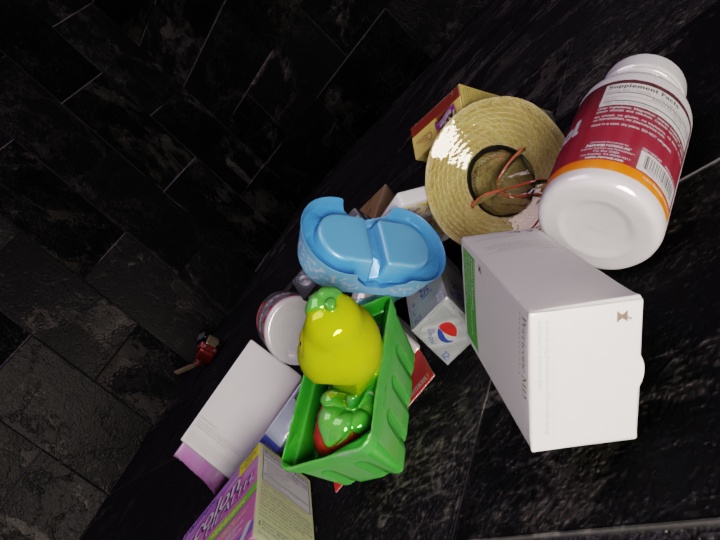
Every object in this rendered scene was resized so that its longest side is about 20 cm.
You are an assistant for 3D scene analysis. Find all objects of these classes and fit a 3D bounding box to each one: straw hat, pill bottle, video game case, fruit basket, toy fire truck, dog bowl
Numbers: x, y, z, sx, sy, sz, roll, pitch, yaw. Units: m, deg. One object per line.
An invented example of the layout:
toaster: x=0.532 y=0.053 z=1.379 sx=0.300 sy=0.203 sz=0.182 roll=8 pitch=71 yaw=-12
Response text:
straw hat: x=0.186 y=-0.113 z=0.741 sx=0.201 sy=0.203 sz=0.084 roll=-45 pitch=-19 yaw=20
pill bottle: x=0.253 y=-0.112 z=0.549 sx=0.112 sy=0.112 sz=0.203 roll=-27 pitch=26 yaw=57
pill bottle: x=-0.133 y=0.098 z=1.042 sx=0.115 sy=0.113 sz=0.199 roll=-52 pitch=14 yaw=-9
video game case: x=0.098 y=-0.076 z=0.852 sx=0.195 sy=0.023 sz=0.183 roll=-18 pitch=-19 yaw=-30
fruit basket: x=-0.024 y=0.112 z=0.640 sx=0.152 sy=0.218 sz=0.218 roll=-24 pitch=26 yaw=31
toy fire truck: x=-0.691 y=0.367 z=2.421 sx=0.175 sy=0.126 sz=0.206 roll=-20 pitch=45 yaw=63
dog bowl: x=0.011 y=-0.023 z=0.696 sx=0.050 sy=0.193 sz=0.115 roll=125 pitch=142 yaw=-46

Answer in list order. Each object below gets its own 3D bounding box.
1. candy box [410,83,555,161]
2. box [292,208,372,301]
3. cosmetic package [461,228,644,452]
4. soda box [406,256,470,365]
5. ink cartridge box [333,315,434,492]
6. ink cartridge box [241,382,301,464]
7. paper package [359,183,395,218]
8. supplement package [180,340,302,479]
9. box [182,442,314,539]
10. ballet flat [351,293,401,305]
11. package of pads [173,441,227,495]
candy box: x=0.185 y=-0.201 z=0.841 sx=0.116 sy=0.194 sz=0.059 roll=-31 pitch=61 yaw=52
box: x=0.000 y=0.000 z=0.957 sx=0.161 sy=0.198 sz=0.044 roll=-48 pitch=56 yaw=12
cosmetic package: x=0.146 y=0.042 z=0.473 sx=0.081 sy=0.112 sz=0.201 roll=-6 pitch=16 yaw=0
soda box: x=0.103 y=0.034 z=0.755 sx=0.063 sy=0.068 sz=0.201 roll=-45 pitch=15 yaw=16
ink cartridge box: x=0.007 y=0.169 z=0.780 sx=0.201 sy=0.044 sz=0.176 roll=-51 pitch=13 yaw=6
ink cartridge box: x=-0.107 y=0.235 z=0.919 sx=0.202 sy=0.042 sz=0.120 roll=-51 pitch=-8 yaw=-7
paper package: x=0.016 y=-0.047 z=1.171 sx=0.190 sy=0.103 sz=0.202 roll=-41 pitch=16 yaw=31
supplement package: x=-0.199 y=0.253 z=1.005 sx=0.203 sy=0.117 sz=0.122 roll=-56 pitch=-12 yaw=-19
box: x=-0.146 y=0.354 z=0.701 sx=0.177 sy=0.096 sz=0.200 roll=-50 pitch=13 yaw=5
ballet flat: x=0.029 y=0.026 z=0.865 sx=0.066 sy=0.073 sz=0.198 roll=-7 pitch=16 yaw=38
package of pads: x=-0.256 y=0.312 z=1.098 sx=0.203 sy=0.119 sz=0.076 roll=-54 pitch=-12 yaw=-10
